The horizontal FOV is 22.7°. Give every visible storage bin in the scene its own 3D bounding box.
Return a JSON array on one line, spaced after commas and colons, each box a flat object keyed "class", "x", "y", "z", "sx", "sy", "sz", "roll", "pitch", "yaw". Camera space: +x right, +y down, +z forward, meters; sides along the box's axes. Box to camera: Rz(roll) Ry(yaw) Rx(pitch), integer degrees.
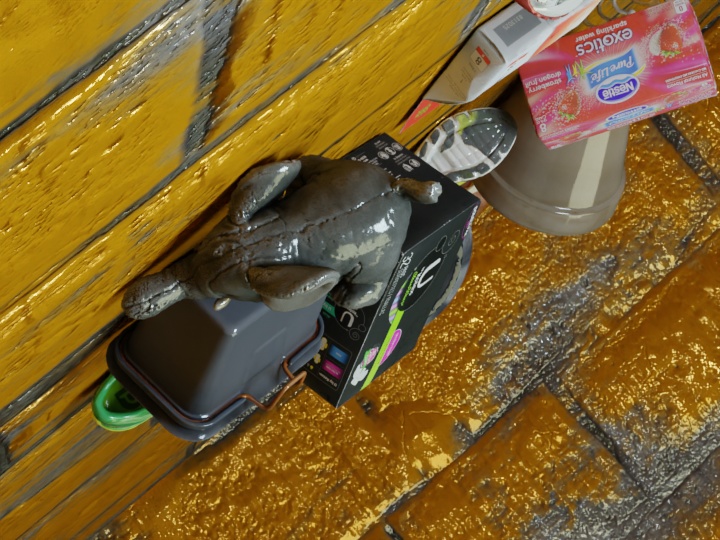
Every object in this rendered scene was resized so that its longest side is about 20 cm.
[{"class": "storage bin", "x": -0.102, "y": 0.037, "z": 1.559, "sx": 0.200, "sy": 0.145, "sz": 0.135, "roll": -37, "pitch": 164, "yaw": -40}]

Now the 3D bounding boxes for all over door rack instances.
[{"class": "over door rack", "x": 0.345, "y": -0.339, "z": 1.985, "sx": 0.200, "sy": 0.067, "sz": 0.148, "roll": -43, "pitch": 176, "yaw": 27}]

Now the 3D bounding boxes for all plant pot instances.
[{"class": "plant pot", "x": 0.250, "y": -0.172, "z": 2.183, "sx": 0.200, "sy": 0.200, "sz": 0.174, "roll": -36, "pitch": 158, "yaw": -40}]

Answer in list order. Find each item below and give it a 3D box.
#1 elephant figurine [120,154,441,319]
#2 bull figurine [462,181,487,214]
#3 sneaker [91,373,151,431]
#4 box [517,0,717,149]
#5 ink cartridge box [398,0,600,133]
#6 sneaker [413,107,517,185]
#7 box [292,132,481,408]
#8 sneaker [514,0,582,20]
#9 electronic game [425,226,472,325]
[{"class": "elephant figurine", "x": -0.065, "y": -0.018, "z": 1.416, "sx": 0.199, "sy": 0.141, "sz": 0.156, "roll": -15, "pitch": 129, "yaw": -43}, {"class": "bull figurine", "x": 0.140, "y": -0.100, "z": 2.585, "sx": 0.121, "sy": 0.065, "sz": 0.200, "roll": -31, "pitch": 167, "yaw": -44}, {"class": "sneaker", "x": -0.177, "y": 0.090, "z": 1.739, "sx": 0.200, "sy": 0.074, "sz": 0.084, "roll": -40, "pitch": 179, "yaw": 1}, {"class": "box", "x": 0.278, "y": -0.213, "z": 1.949, "sx": 0.199, "sy": 0.100, "sz": 0.095, "roll": -17, "pitch": 172, "yaw": 12}, {"class": "ink cartridge box", "x": 0.135, "y": -0.199, "z": 1.714, "sx": 0.162, "sy": 0.050, "sz": 0.200, "roll": -37, "pitch": 171, "yaw": -32}, {"class": "sneaker", "x": 0.087, "y": -0.119, "z": 2.012, "sx": 0.199, "sy": 0.075, "sz": 0.085, "roll": -32, "pitch": -178, "yaw": 8}, {"class": "box", "x": 0.000, "y": 0.000, "z": 1.711, "sx": 0.148, "sy": 0.124, "sz": 0.201, "roll": -35, "pitch": 154, "yaw": -48}, {"class": "sneaker", "x": 0.163, "y": -0.259, "z": 1.302, "sx": 0.200, "sy": 0.078, "sz": 0.082, "roll": -49, "pitch": 176, "yaw": -32}, {"class": "electronic game", "x": 0.026, "y": -0.013, "z": 1.879, "sx": 0.200, "sy": 0.200, "sz": 0.042, "roll": -40, "pitch": -146, "yaw": -1}]
